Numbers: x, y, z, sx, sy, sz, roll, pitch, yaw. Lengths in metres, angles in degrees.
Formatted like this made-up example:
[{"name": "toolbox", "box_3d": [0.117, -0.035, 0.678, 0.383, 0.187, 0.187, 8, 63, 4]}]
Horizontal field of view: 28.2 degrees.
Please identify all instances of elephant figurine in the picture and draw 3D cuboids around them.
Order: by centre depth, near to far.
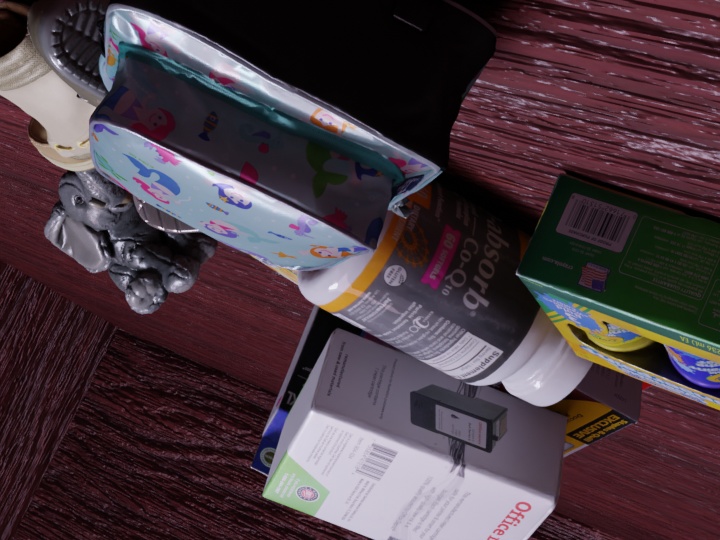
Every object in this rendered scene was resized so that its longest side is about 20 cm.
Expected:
[{"name": "elephant figurine", "box_3d": [-0.248, -0.064, 1.435, 0.200, 0.155, 0.142, 42, -153, -24]}]

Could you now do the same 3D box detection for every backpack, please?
[{"name": "backpack", "box_3d": [-0.045, -0.087, 0.700, 0.177, 0.151, 0.200, 26, 175, -11]}]

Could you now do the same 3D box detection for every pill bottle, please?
[{"name": "pill bottle", "box_3d": [0.065, 0.011, 0.995, 0.200, 0.116, 0.116, 28, 170, -20]}]

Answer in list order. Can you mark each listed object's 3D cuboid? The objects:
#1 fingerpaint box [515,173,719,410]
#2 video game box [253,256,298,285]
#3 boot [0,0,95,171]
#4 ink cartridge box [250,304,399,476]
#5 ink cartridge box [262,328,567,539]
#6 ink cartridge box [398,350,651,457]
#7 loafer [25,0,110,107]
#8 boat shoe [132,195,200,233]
[{"name": "fingerpaint box", "box_3d": [0.212, 0.032, 0.859, 0.200, 0.073, 0.167, 21, 169, 26]}, {"name": "video game box", "box_3d": [0.019, 0.022, 1.380, 0.182, 0.047, 0.200, 10, 162, 47]}, {"name": "boot", "box_3d": [-0.243, -0.139, 1.099, 0.155, 0.073, 0.200, 32, 167, -36]}, {"name": "ink cartridge box", "box_3d": [-0.019, 0.107, 1.250, 0.095, 0.200, 0.037, 27, 141, -7]}, {"name": "ink cartridge box", "box_3d": [0.042, 0.148, 1.129, 0.200, 0.084, 0.146, 22, 139, -6]}, {"name": "ink cartridge box", "box_3d": [0.139, 0.106, 1.188, 0.176, 0.084, 0.200, 28, 144, -18]}, {"name": "loafer", "box_3d": [-0.147, -0.128, 0.965, 0.070, 0.075, 0.200, 32, 173, 43]}, {"name": "boat shoe", "box_3d": [-0.084, -0.060, 1.172, 0.200, 0.076, 0.072, 14, -159, 13]}]
